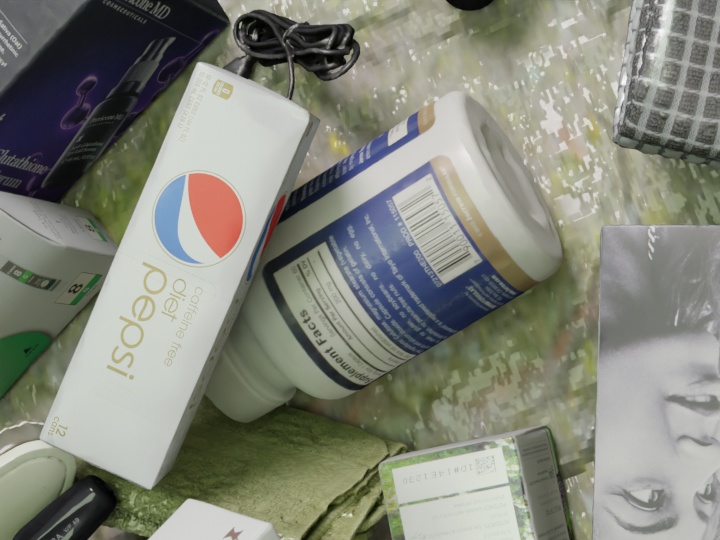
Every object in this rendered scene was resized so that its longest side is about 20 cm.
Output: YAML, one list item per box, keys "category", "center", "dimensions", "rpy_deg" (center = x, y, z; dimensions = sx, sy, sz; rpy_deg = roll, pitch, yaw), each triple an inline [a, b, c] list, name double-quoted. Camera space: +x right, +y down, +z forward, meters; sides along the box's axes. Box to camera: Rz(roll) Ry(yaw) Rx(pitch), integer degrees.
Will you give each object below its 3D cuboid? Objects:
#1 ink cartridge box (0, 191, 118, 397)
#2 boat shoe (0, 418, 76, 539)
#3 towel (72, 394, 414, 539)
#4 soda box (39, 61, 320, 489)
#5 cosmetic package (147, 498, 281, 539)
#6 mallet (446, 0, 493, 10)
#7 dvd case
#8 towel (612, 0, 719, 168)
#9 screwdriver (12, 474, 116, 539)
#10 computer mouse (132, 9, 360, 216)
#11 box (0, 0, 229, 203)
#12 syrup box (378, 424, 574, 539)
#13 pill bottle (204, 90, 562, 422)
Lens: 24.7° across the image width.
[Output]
- category: "ink cartridge box"
  center: [-0.240, 0.026, 0.923]
  dimensions: [0.161, 0.200, 0.050]
  rpy_deg: [-45, 74, 11]
- category: "boat shoe"
  center: [-0.227, 0.138, 0.856]
  dimensions: [0.201, 0.072, 0.061]
  rpy_deg: [-42, 49, 19]
- category: "towel"
  center: [-0.079, 0.110, 0.895]
  dimensions: [0.198, 0.148, 0.037]
  rpy_deg: [13, 111, 20]
- category: "soda box"
  center: [-0.088, 0.002, 0.819]
  dimensions: [0.063, 0.068, 0.202]
  rpy_deg: [23, 93, 1]
- category: "cosmetic package"
  center: [-0.051, 0.222, 0.794]
  dimensions: [0.071, 0.101, 0.201]
  rpy_deg: [7, 132, 50]
- category: "mallet"
  center: [0.130, -0.177, 0.879]
  dimensions: [0.198, 0.066, 0.042]
  rpy_deg: [-7, 83, 18]
- category: "dvd case"
  center: [0.187, 0.078, 0.801]
  dimensions: [0.147, 0.016, 0.203]
  rpy_deg: [0, 85, 21]
- category: "towel"
  center: [0.221, -0.146, 0.816]
  dimensions: [0.164, 0.086, 0.202]
  rpy_deg: [11, 90, 3]
- category: "screwdriver"
  center: [-0.198, 0.179, 0.833]
  dimensions: [0.200, 0.029, 0.028]
  rpy_deg: [-46, 39, 5]
- category: "computer mouse"
  center: [-0.089, -0.066, 0.912]
  dimensions: [0.201, 0.046, 0.140]
  rpy_deg: [-57, 28, 0]
- category: "box"
  center: [-0.198, -0.126, 0.947]
  dimensions: [0.200, 0.148, 0.105]
  rpy_deg: [-44, 74, 12]
- category: "syrup box"
  center: [0.076, 0.189, 0.864]
  dimensions: [0.078, 0.081, 0.202]
  rpy_deg: [-14, 84, 19]
- category: "pill bottle"
  center: [0.000, 0.000, 0.887]
  dimensions: [0.199, 0.111, 0.112]
  rpy_deg: [-31, 77, 17]
